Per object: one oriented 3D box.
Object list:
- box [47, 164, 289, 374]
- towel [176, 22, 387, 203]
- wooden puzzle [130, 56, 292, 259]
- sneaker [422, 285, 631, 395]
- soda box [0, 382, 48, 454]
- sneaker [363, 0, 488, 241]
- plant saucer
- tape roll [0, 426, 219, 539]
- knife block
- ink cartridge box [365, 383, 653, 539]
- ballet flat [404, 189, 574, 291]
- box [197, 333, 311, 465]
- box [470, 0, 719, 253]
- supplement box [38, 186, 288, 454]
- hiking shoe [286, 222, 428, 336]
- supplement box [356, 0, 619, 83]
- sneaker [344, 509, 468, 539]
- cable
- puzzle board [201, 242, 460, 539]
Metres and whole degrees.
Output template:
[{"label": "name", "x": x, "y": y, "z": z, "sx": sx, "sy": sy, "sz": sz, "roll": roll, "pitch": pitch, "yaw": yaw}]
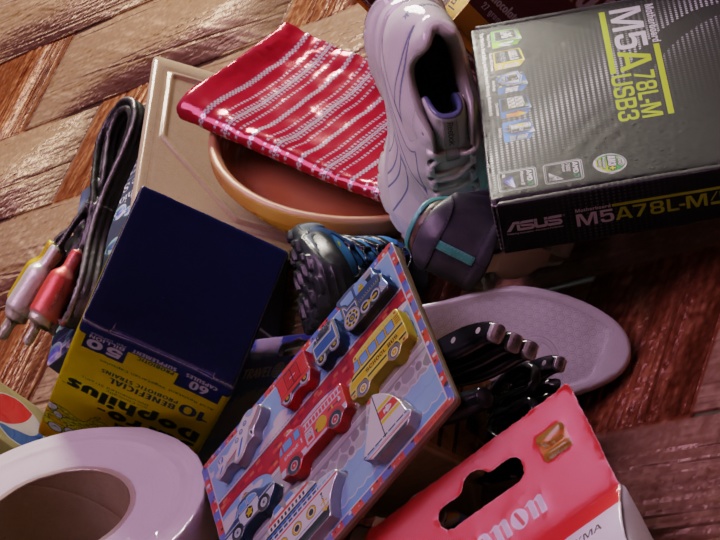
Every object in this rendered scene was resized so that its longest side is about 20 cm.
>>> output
[{"label": "box", "x": -0.138, "y": -0.004, "z": 1.904, "sx": 0.148, "sy": 0.107, "sz": 0.201, "roll": -36, "pitch": 32, "yaw": 30}, {"label": "towel", "x": -0.014, "y": -0.112, "z": 1.794, "sx": 0.199, "sy": 0.023, "sz": 0.144, "roll": 23, "pitch": 41, "yaw": 27}, {"label": "wooden puzzle", "x": -0.073, "y": -0.071, "z": 1.849, "sx": 0.201, "sy": 0.184, "sz": 0.037, "roll": -89, "pitch": 18, "yaw": -52}, {"label": "sneaker", "x": 0.076, "y": 0.056, "z": 1.588, "sx": 0.199, "sy": 0.099, "sz": 0.071, "roll": -4, "pitch": 77, "yaw": 14}, {"label": "soda box", "x": -0.235, "y": 0.141, "z": 1.773, "sx": 0.064, "sy": 0.200, "sz": 0.068, "roll": -41, "pitch": 30, "yaw": 20}, {"label": "sneaker", "x": 0.048, "y": -0.083, "z": 1.652, "sx": 0.074, "sy": 0.201, "sz": 0.087, "roll": -18, "pitch": 21, "yaw": -9}, {"label": "plant saucer", "x": -0.009, "y": -0.076, "z": 1.794, "sx": 0.199, "sy": 0.038, "sz": 0.201, "roll": 1, "pitch": 34, "yaw": -1}, {"label": "tape roll", "x": -0.186, "y": 0.183, "z": 1.607, "sx": 0.201, "sy": 0.071, "sz": 0.203, "roll": -11, "pitch": 29, "yaw": 6}, {"label": "knife block", "x": 0.022, "y": 0.084, "z": 1.496, "sx": 0.198, "sy": 0.176, "sz": 0.064, "roll": 4, "pitch": 60, "yaw": 9}, {"label": "ink cartridge box", "x": 0.086, "y": 0.181, "z": 1.367, "sx": 0.161, "sy": 0.050, "sz": 0.201, "roll": -38, "pitch": 60, "yaw": 20}, {"label": "ballet flat", "x": 0.098, "y": -0.023, "z": 1.617, "sx": 0.073, "sy": 0.073, "sz": 0.200, "roll": -31, "pitch": -6, "yaw": 28}, {"label": "box", "x": -0.064, "y": 0.137, "z": 1.704, "sx": 0.122, "sy": 0.048, "sz": 0.201, "roll": -8, "pitch": 49, "yaw": 49}, {"label": "box", "x": 0.171, "y": -0.099, "z": 1.578, "sx": 0.192, "sy": 0.048, "sz": 0.201, "roll": -11, "pitch": 38, "yaw": 7}, {"label": "supplement box", "x": -0.135, "y": 0.050, "z": 1.698, "sx": 0.200, "sy": 0.108, "sz": 0.110, "roll": 121, "pitch": 171, "yaw": -61}, {"label": "hiking shoe", "x": 0.000, "y": 0.000, "z": 1.658, "sx": 0.086, "sy": 0.075, "sz": 0.200, "roll": -10, "pitch": 2, "yaw": 2}, {"label": "supplement box", "x": 0.121, "y": -0.226, "z": 1.792, "sx": 0.198, "sy": 0.133, "sz": 0.200, "roll": -51, "pitch": 29, "yaw": -5}, {"label": "sneaker", "x": 0.029, "y": 0.178, "z": 1.509, "sx": 0.090, "sy": 0.075, "sz": 0.200, "roll": -53, "pitch": 38, "yaw": -5}, {"label": "cable", "x": -0.205, "y": -0.034, "z": 1.843, "sx": 0.097, "sy": 0.050, "sz": 0.201, "roll": 19, "pitch": 88, "yaw": 63}, {"label": "puzzle board", "x": -0.024, "y": 0.098, "z": 1.496, "sx": 0.200, "sy": 0.017, "sz": 0.151, "roll": -51, "pitch": 32, "yaw": 22}]
